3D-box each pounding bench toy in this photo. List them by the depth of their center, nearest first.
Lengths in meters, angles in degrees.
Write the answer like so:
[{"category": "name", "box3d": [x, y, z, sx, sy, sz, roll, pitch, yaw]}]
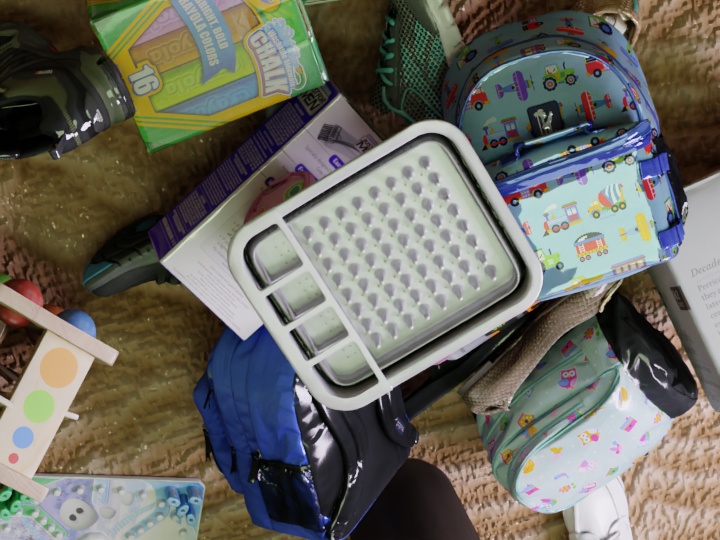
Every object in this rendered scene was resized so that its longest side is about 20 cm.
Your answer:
[{"category": "pounding bench toy", "box3d": [-0.320, 0.086, 1.418, 0.124, 0.199, 0.157, 33, 76, -29]}]

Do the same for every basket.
[{"category": "basket", "box3d": [0.058, 0.280, 1.557, 0.135, 0.200, 0.181, -35, 121, 7]}]

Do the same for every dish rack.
[{"category": "dish rack", "box3d": [0.018, -0.007, 1.233, 0.199, 0.044, 0.172, -30, 110, 8]}]

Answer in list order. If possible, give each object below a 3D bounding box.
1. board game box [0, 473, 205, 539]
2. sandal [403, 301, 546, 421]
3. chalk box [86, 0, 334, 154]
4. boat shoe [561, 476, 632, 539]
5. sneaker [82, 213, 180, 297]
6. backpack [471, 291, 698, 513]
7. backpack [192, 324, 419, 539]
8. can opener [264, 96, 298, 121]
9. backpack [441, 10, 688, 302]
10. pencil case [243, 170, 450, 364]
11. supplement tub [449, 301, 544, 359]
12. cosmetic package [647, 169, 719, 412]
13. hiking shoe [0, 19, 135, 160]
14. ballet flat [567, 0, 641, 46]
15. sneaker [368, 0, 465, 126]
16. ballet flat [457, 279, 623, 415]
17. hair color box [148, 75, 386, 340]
[{"category": "board game box", "box3d": [-0.258, 0.286, 1.592, 0.198, 0.026, 0.202, 4, 118, -15]}, {"category": "sandal", "box3d": [0.090, 0.074, 1.530, 0.200, 0.075, 0.048, -40, 87, 14]}, {"category": "chalk box", "box3d": [-0.102, -0.202, 1.299, 0.198, 0.125, 0.125, -22, 121, -1]}, {"category": "boat shoe", "box3d": [0.248, 0.275, 1.676, 0.073, 0.066, 0.201, -19, 121, -1]}, {"category": "sneaker", "box3d": [-0.141, -0.014, 1.421, 0.198, 0.073, 0.082, -23, 116, 1]}, {"category": "backpack", "box3d": [0.202, 0.128, 1.544, 0.199, 0.127, 0.167, -37, 130, 14]}, {"category": "backpack", "box3d": [-0.061, 0.114, 1.453, 0.166, 0.163, 0.201, 8, 129, 26]}, {"category": "can opener", "box3d": [-0.032, -0.087, 1.419, 0.066, 0.053, 0.201, -22, 122, -5]}, {"category": "backpack", "box3d": [0.154, -0.095, 1.299, 0.181, 0.135, 0.202, -13, 104, 7]}, {"category": "pencil case", "box3d": [0.000, 0.000, 1.322, 0.199, 0.088, 0.088, 33, 107, -30]}, {"category": "supplement tub", "box3d": [0.126, -0.022, 1.450, 0.199, 0.123, 0.123, -34, 120, 8]}, {"category": "cosmetic package", "box3d": [0.351, 0.005, 1.448, 0.164, 0.165, 0.201, -26, 87, 2]}, {"category": "hiking shoe", "box3d": [-0.267, -0.133, 1.260, 0.101, 0.199, 0.076, -42, 128, -33]}, {"category": "ballet flat", "box3d": [0.163, -0.163, 1.413, 0.070, 0.065, 0.200, 34, 107, -25]}, {"category": "sneaker", "box3d": [0.043, -0.169, 1.362, 0.091, 0.078, 0.201, -26, 107, -2]}, {"category": "ballet flat", "box3d": [0.167, 0.063, 1.477, 0.200, 0.067, 0.046, -44, 83, 21]}, {"category": "hair color box", "box3d": [-0.064, -0.053, 1.356, 0.200, 0.065, 0.109, -41, 121, 6]}]
